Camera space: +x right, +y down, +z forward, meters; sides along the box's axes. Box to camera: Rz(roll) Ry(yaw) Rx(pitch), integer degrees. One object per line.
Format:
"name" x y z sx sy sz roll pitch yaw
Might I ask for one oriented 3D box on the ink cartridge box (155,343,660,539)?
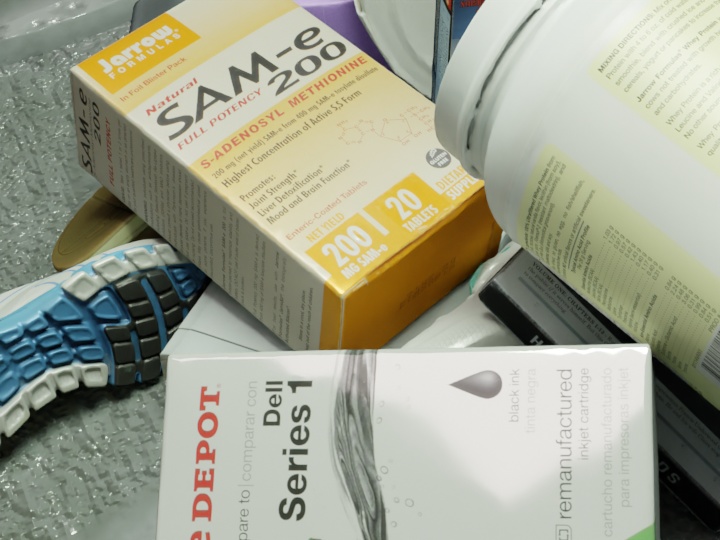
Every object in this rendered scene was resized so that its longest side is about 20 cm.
"ink cartridge box" 0.020 0.109 0.622 0.198 0.084 0.147 -2 73 12

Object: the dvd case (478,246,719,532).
"dvd case" 0.168 0.001 0.729 0.150 0.025 0.200 44 60 4

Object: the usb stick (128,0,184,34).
"usb stick" -0.129 -0.118 0.990 0.055 0.033 0.201 -7 42 7

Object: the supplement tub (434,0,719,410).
"supplement tub" 0.142 -0.040 0.627 0.145 0.145 0.200 -37 65 -25

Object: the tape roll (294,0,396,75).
"tape roll" -0.007 -0.207 1.033 0.198 0.066 0.201 -7 42 6

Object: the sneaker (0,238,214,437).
"sneaker" -0.168 0.031 0.813 0.199 0.075 0.087 -24 26 -21

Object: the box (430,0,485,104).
"box" 0.137 -0.107 0.807 0.198 0.137 0.038 -7 41 -8

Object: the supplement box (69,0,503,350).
"supplement box" -0.037 -0.055 0.790 0.200 0.074 0.126 38 58 24

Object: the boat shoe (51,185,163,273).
"boat shoe" -0.087 -0.048 0.888 0.201 0.063 0.073 -44 29 -27

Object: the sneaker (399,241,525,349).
"sneaker" 0.073 0.025 0.757 0.199 0.076 0.088 -24 40 -27

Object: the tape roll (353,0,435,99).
"tape roll" 0.092 -0.187 0.884 0.201 0.203 0.071 -13 42 0

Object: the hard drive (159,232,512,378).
"hard drive" 0.000 0.000 0.822 0.131 0.027 0.200 16 48 19
